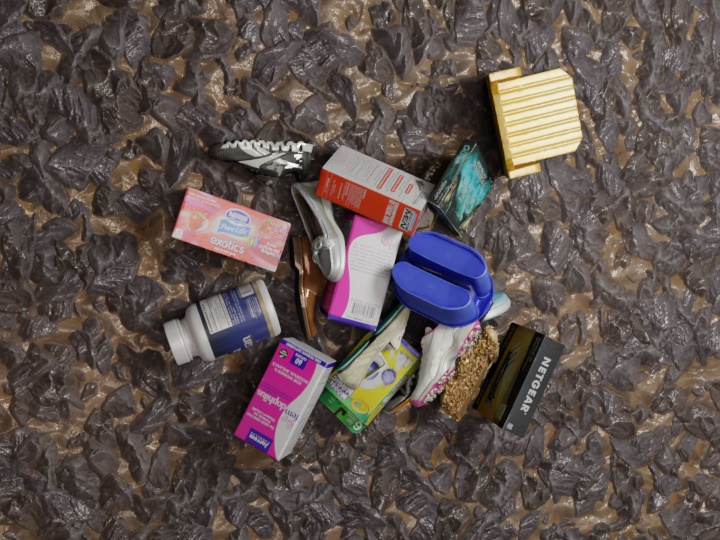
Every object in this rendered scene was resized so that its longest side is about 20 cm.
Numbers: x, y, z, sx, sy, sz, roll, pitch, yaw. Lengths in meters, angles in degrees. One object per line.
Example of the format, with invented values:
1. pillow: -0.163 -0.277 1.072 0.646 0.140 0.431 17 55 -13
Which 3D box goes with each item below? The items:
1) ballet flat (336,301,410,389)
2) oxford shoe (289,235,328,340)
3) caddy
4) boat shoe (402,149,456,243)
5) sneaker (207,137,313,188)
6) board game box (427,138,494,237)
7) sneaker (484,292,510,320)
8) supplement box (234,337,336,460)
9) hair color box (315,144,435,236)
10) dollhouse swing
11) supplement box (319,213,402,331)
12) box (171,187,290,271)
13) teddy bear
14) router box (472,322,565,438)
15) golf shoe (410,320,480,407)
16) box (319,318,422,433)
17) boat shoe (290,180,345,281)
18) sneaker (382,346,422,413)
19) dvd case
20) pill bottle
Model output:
1. ballet flat: 0.038 0.145 1.528 0.062 0.067 0.200 45 89 -5
2. oxford shoe: -0.093 0.033 1.532 0.070 0.071 0.203 -5 95 -17
3. caddy: 0.150 0.019 1.484 0.198 0.105 0.142 26 75 21
4. boat shoe: 0.137 -0.145 1.570 0.074 0.066 0.201 31 92 -6
5. sneaker: -0.183 -0.199 1.486 0.197 0.066 0.092 -1 94 -16
6. board game box: 0.197 -0.153 1.530 0.028 0.200 0.136 30 88 24
7. sneaker: 0.204 0.038 1.599 0.197 0.079 0.132 -11 100 -13
8. supplement box: -0.140 0.239 1.503 0.100 0.103 0.202 26 90 8
9. hair color box: 0.029 -0.150 1.484 0.198 0.111 0.064 23 126 7
10. dollhouse swing: 0.350 -0.300 1.562 0.173 0.182 0.203 -11 98 8
11. supplement box: 0.000 0.000 1.533 0.100 0.103 0.203 15 93 -14
12. box: -0.239 -0.076 1.468 0.198 0.103 0.096 19 91 -13
13. teddy bear: 0.218 0.201 1.605 0.066 0.145 0.202 27 84 24
14. router box: 0.315 0.216 1.604 0.052 0.157 0.202 25 89 -15
15. golf shoe: 0.144 0.162 1.514 0.091 0.075 0.201 35 93 21
16. box: 0.016 0.207 1.559 0.117 0.048 0.200 39 86 23
17. boat shoe: -0.079 -0.073 1.489 0.064 0.074 0.204 -5 72 -29
18. sneaker: 0.106 0.203 1.601 0.077 0.078 0.200 42 82 0
19. dvd case: 0.139 0.069 1.552 0.199 0.016 0.150 34 100 14
20. pill bottle: -0.256 0.101 1.476 0.198 0.111 0.112 -21 100 -10
